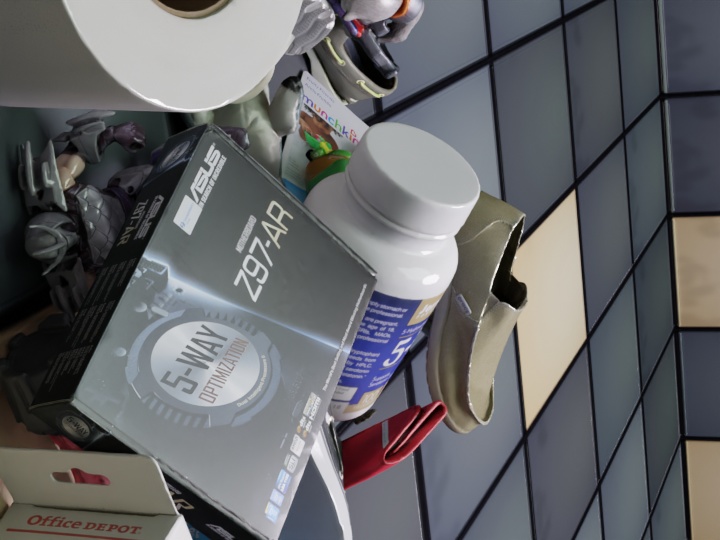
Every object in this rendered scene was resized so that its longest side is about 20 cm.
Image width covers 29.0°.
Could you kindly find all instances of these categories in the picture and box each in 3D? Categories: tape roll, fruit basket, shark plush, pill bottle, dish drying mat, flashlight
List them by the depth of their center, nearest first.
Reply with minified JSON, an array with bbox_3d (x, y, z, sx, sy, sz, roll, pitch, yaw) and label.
[{"bbox_3d":[-0.138,-0.185,0.730,0.202,0.139,0.204,-13,106,-54],"label":"tape roll"},{"bbox_3d":[-0.158,0.129,0.829,0.068,0.068,0.201,-31,123,-21],"label":"flashlight"},{"bbox_3d":[0.000,0.000,0.994,0.200,0.119,0.120,-60,176,33],"label":"pill bottle"},{"bbox_3d":[-0.018,0.144,1.018,0.018,0.200,0.077,51,50,-6],"label":"dish drying mat"},{"bbox_3d":[-0.078,-0.073,1.036,0.083,0.090,0.201,-124,-159,-74],"label":"shark plush"},{"bbox_3d":[0.011,-0.058,1.148,0.185,0.094,0.200,39,40,-23],"label":"fruit basket"}]

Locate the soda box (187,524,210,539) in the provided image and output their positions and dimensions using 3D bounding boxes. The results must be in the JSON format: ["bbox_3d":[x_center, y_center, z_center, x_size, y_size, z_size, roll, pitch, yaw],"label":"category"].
[{"bbox_3d":[-0.106,0.177,0.945,0.064,0.068,0.201,55,40,-51],"label":"soda box"}]

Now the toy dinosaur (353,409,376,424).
[{"bbox_3d":[-0.049,0.092,1.109,0.200,0.077,0.103,-23,84,-57],"label":"toy dinosaur"}]

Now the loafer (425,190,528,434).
[{"bbox_3d":[0.095,0.035,1.091,0.076,0.068,0.201,-32,124,-61],"label":"loafer"}]

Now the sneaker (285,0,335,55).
[{"bbox_3d":[-0.099,-0.228,1.008,0.200,0.075,0.082,38,17,-55],"label":"sneaker"}]

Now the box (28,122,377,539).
[{"bbox_3d":[-0.083,0.039,0.822,0.160,0.043,0.200,43,53,-30],"label":"box"}]

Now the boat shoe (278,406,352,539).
[{"bbox_3d":[-0.041,0.123,0.940,0.066,0.070,0.201,-37,113,-59],"label":"boat shoe"}]

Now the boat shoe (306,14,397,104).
[{"bbox_3d":[-0.025,-0.214,1.173,0.202,0.060,0.072,59,37,-52],"label":"boat shoe"}]

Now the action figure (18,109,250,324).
[{"bbox_3d":[-0.143,-0.039,0.865,0.200,0.069,0.131,-34,126,-61],"label":"action figure"}]

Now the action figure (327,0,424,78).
[{"bbox_3d":[0.007,-0.266,1.093,0.200,0.104,0.194,50,33,-31],"label":"action figure"}]

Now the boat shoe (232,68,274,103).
[{"bbox_3d":[-0.131,-0.190,0.906,0.200,0.072,0.060,45,3,-42],"label":"boat shoe"}]

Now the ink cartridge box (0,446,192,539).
[{"bbox_3d":[-0.146,0.197,0.785,0.067,0.115,0.201,-61,143,-49],"label":"ink cartridge box"}]
